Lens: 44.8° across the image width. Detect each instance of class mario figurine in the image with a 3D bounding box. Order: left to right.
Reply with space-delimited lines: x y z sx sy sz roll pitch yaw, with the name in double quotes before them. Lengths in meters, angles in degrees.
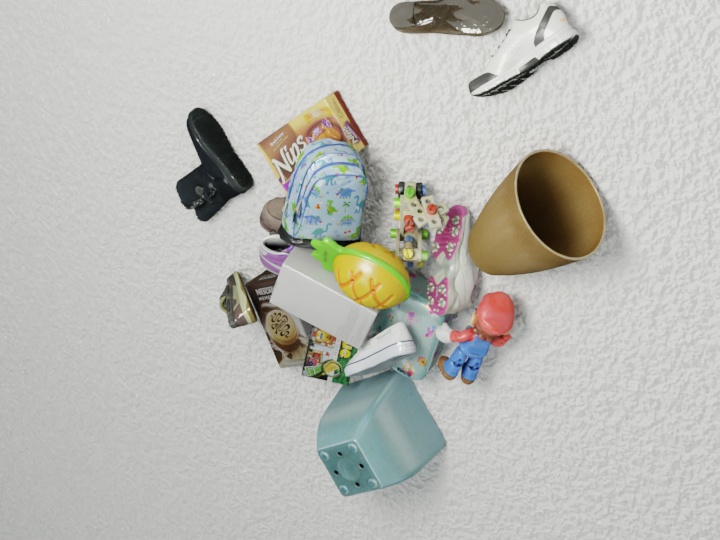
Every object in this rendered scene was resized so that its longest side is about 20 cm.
"mario figurine" 0.219 0.111 1.608 0.106 0.122 0.202 49 130 27

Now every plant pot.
"plant pot" 0.021 0.352 1.798 0.194 0.200 0.198 -23 101 39
"plant pot" 0.268 -0.071 1.446 0.187 0.186 0.200 52 143 -2

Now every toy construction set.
"toy construction set" 0.093 -0.080 1.561 0.090 0.133 0.201 10 150 -9

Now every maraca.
"maraca" 0.000 0.000 1.549 0.197 0.108 0.138 25 153 9

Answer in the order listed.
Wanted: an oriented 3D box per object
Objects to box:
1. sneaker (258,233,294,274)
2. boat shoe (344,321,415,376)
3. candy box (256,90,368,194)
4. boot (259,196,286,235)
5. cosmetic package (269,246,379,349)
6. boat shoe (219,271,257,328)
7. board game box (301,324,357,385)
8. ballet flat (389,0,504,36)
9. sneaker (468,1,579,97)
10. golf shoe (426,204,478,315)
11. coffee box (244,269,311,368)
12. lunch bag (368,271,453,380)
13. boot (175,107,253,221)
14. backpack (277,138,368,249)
"sneaker" -0.107 -0.015 1.717 0.197 0.074 0.115 15 158 2
"boat shoe" 0.036 0.152 1.681 0.199 0.073 0.068 -28 67 45
"candy box" -0.093 -0.239 1.652 0.198 0.056 0.118 -25 101 37
"boot" -0.106 -0.078 1.741 0.199 0.071 0.146 41 147 -15
"cosmetic package" -0.060 0.047 1.644 0.198 0.085 0.108 29 131 2
"boat shoe" -0.268 0.062 1.847 0.201 0.065 0.073 -128 17 -61
"board game box" -0.052 0.135 1.763 0.103 0.024 0.203 11 116 -4
"ballet flat" 0.142 -0.410 1.423 0.197 0.046 0.069 5 86 25
"sneaker" 0.248 -0.345 1.378 0.199 0.073 0.081 -31 82 35
"golf shoe" 0.177 -0.018 1.593 0.075 0.090 0.204 27 110 55
"coffee box" -0.148 0.097 1.848 0.112 0.080 0.203 -10 108 37
"lunch bag" 0.089 0.108 1.703 0.159 0.077 0.202 29 127 17
"boot" -0.333 -0.212 1.805 0.167 0.077 0.202 -26 105 35
"backpack" -0.057 -0.135 1.569 0.160 0.154 0.204 5 110 -16
